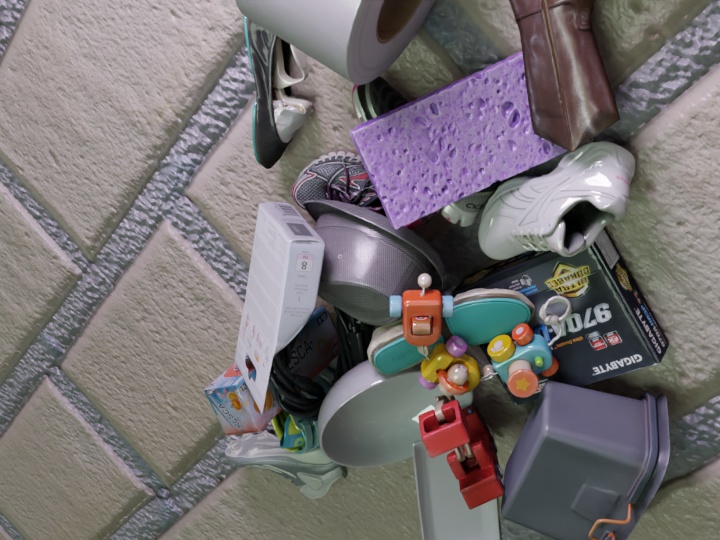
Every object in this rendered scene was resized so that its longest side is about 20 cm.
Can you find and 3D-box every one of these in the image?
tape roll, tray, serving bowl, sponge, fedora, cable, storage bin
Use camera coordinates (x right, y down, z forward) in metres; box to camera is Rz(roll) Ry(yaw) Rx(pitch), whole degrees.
[{"bbox_3d":[-0.010,-0.302,1.026,0.138,0.203,0.204,32,130,14],"label":"tape roll"},{"bbox_3d":[0.124,0.289,1.381,0.106,0.022,0.202,-11,117,-7],"label":"tray"},{"bbox_3d":[0.036,0.159,1.308,0.201,0.198,0.066,-62,37,40],"label":"serving bowl"},{"bbox_3d":[0.100,-0.133,1.088,0.198,0.030,0.113,-24,105,0],"label":"sponge"},{"bbox_3d":[0.000,0.000,1.215,0.199,0.091,0.177,14,158,44],"label":"fedora"},{"bbox_3d":[-0.058,0.083,1.313,0.050,0.163,0.202,13,129,42],"label":"cable"},{"bbox_3d":[0.241,0.226,1.183,0.133,0.146,0.202,16,129,0],"label":"storage bin"}]

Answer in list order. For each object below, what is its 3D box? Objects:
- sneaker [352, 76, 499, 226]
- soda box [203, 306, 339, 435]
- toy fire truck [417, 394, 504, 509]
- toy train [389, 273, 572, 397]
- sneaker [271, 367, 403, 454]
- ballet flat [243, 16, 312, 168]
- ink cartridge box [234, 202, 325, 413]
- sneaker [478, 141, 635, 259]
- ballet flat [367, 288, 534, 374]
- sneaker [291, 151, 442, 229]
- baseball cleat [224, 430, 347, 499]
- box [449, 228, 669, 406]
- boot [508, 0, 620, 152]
[{"bbox_3d":[0.078,-0.144,1.149,0.200,0.074,0.087,47,131,-4],"label":"sneaker"},{"bbox_3d":[-0.106,0.125,1.347,0.063,0.200,0.069,-12,109,39],"label":"soda box"},{"bbox_3d":[0.115,0.191,1.223,0.048,0.200,0.142,-24,105,9],"label":"toy fire truck"},{"bbox_3d":[0.126,0.081,1.138,0.197,0.056,0.152,3,127,-2],"label":"toy train"},{"bbox_3d":[-0.034,0.213,1.399,0.198,0.131,0.080,28,129,16],"label":"sneaker"},{"bbox_3d":[-0.094,-0.209,1.232,0.068,0.068,0.202,9,122,20],"label":"ballet flat"},{"bbox_3d":[-0.095,0.038,1.219,0.163,0.056,0.203,-134,48,-65],"label":"ink cartridge box"},{"bbox_3d":[0.193,-0.051,1.095,0.077,0.100,0.199,30,139,-25],"label":"sneaker"},{"bbox_3d":[0.096,0.055,1.193,0.198,0.063,0.068,-20,121,14],"label":"ballet flat"},{"bbox_3d":[0.001,-0.089,1.231,0.198,0.075,0.082,4,119,33],"label":"sneaker"},{"bbox_3d":[-0.109,0.284,1.533,0.198,0.070,0.108,-7,112,38],"label":"baseball cleat"},{"bbox_3d":[0.218,0.053,1.186,0.199,0.046,0.160,-23,102,41],"label":"box"},{"bbox_3d":[0.222,-0.217,0.993,0.185,0.064,0.203,-1,106,48],"label":"boot"}]
